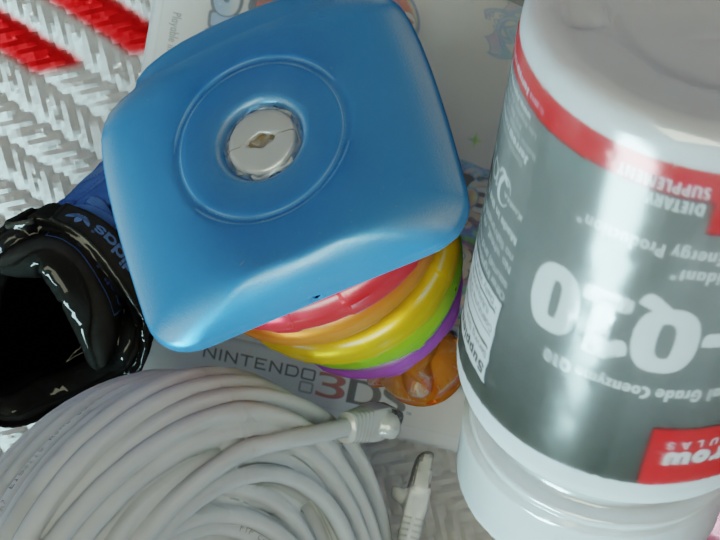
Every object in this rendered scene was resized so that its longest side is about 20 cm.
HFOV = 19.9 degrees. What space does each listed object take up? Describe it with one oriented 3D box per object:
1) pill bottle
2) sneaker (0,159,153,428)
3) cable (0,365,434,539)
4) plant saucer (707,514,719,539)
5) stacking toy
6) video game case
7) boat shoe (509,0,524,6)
[{"bbox_3d":[0.093,0.002,0.664,0.114,0.114,0.200,12,131,5],"label":"pill bottle"},{"bbox_3d":[-0.077,-0.016,0.766,0.200,0.111,0.077,-40,95,14],"label":"sneaker"},{"bbox_3d":[-0.070,0.131,0.718,0.069,0.200,0.201,12,88,41],"label":"cable"},{"bbox_3d":[0.154,0.048,0.755,0.200,0.051,0.201,19,122,34],"label":"plant saucer"},{"bbox_3d":[0.000,0.000,0.739,0.116,0.200,0.110,-23,58,9],"label":"stacking toy"},{"bbox_3d":[-0.004,-0.037,0.821,0.181,0.024,0.201,13,103,4],"label":"video game case"},{"bbox_3d":[0.127,-0.128,0.756,0.199,0.060,0.076,6,80,2],"label":"boat shoe"}]
